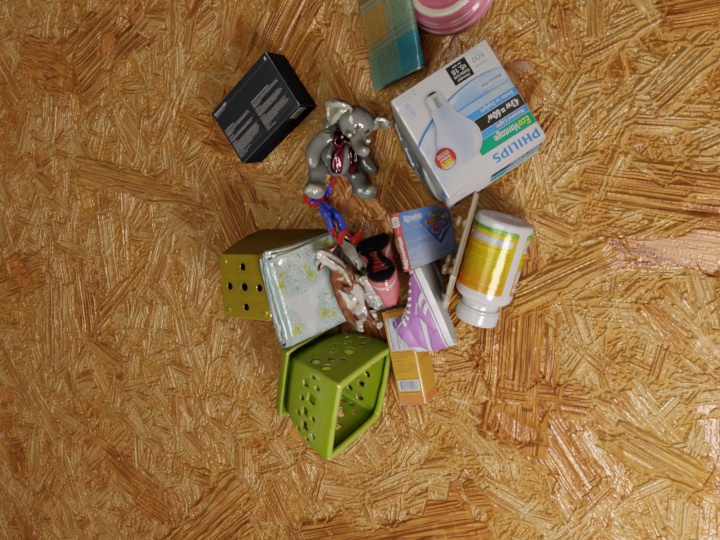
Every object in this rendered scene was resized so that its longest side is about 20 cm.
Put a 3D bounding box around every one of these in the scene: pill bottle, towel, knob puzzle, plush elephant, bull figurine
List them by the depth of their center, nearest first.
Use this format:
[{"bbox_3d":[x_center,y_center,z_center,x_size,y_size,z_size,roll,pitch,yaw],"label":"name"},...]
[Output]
[{"bbox_3d":[0.173,-0.020,1.140,0.030,0.220,0.223,15,107,9],"label":"knob puzzle"},{"bbox_3d":[0.242,-0.002,1.144,0.110,0.111,0.203,21,109,23],"label":"pill bottle"},{"bbox_3d":[0.057,-0.467,1.182,0.146,0.021,0.203,-6,96,53],"label":"towel"},{"bbox_3d":[-0.021,-0.253,1.212,0.155,0.163,0.203,-37,55,53],"label":"plush elephant"},{"bbox_3d":[-0.024,0.038,1.229,0.121,0.065,0.201,42,162,55],"label":"bull figurine"},{"bbox_3d":[-0.110,0.037,1.260,0.048,0.170,0.203,10,115,55],"label":"towel"}]

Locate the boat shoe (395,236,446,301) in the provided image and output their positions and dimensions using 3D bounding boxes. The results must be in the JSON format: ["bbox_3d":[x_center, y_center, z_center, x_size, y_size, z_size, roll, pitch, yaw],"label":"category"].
[{"bbox_3d":[0.130,-0.005,1.229,0.073,0.073,0.203,-12,107,21],"label":"boat shoe"}]

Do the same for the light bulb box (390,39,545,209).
[{"bbox_3d":[0.187,-0.251,1.087,0.197,0.125,0.202,-32,83,6],"label":"light bulb box"}]

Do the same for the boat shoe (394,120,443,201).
[{"bbox_3d":[0.123,-0.226,1.203,0.062,0.072,0.202,-21,91,56],"label":"boat shoe"}]

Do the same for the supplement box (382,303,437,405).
[{"bbox_3d":[0.104,0.173,1.279,0.068,0.066,0.203,-7,96,31],"label":"supplement box"}]

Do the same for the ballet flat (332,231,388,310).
[{"bbox_3d":[0.000,0.000,1.292,0.072,0.072,0.201,-44,78,27],"label":"ballet flat"}]

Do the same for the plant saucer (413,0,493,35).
[{"bbox_3d":[0.156,-0.542,1.126,0.198,0.051,0.204,5,101,27],"label":"plant saucer"}]

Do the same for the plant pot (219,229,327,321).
[{"bbox_3d":[-0.196,0.019,1.342,0.198,0.176,0.203,2,100,32],"label":"plant pot"}]

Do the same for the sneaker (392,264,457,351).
[{"bbox_3d":[0.101,0.067,1.180,0.113,0.073,0.203,-16,101,23],"label":"sneaker"}]

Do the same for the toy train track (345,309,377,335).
[{"bbox_3d":[-0.026,0.061,1.347,0.113,0.032,0.203,-6,95,29],"label":"toy train track"}]

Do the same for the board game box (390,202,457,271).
[{"bbox_3d":[0.123,-0.067,1.146,0.019,0.199,0.105,-10,94,35],"label":"board game box"}]

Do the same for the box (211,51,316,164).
[{"bbox_3d":[-0.214,-0.353,1.347,0.199,0.079,0.142,-37,84,29],"label":"box"}]

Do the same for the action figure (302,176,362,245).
[{"bbox_3d":[-0.060,-0.148,1.285,0.200,0.065,0.100,48,124,40],"label":"action figure"}]

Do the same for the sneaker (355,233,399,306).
[{"bbox_3d":[0.038,0.000,1.230,0.073,0.201,0.088,-15,122,5],"label":"sneaker"}]

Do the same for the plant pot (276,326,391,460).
[{"bbox_3d":[-0.066,0.238,1.301,0.180,0.198,0.203,26,121,28],"label":"plant pot"}]
